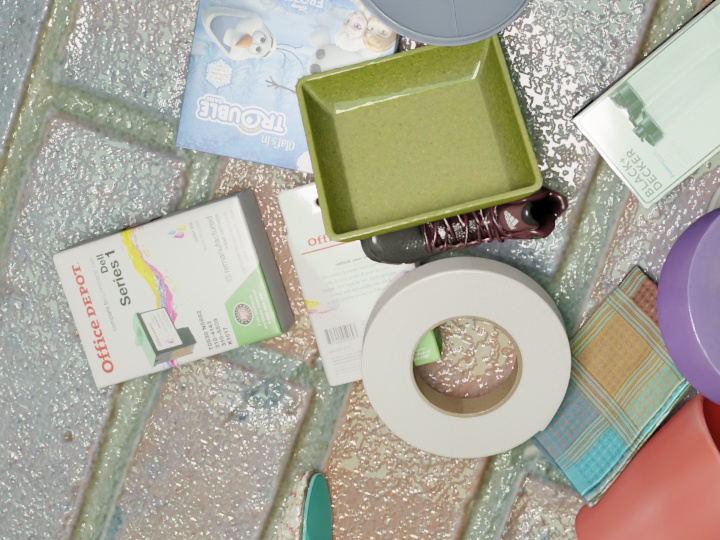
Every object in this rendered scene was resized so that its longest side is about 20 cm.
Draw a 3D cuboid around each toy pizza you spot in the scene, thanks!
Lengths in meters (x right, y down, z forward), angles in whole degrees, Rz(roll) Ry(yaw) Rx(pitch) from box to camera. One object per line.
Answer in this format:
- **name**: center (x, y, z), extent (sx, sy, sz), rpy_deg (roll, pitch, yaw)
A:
- **toy pizza**: center (0.076, -0.310, 1.653), extent (0.200, 0.032, 0.201), rpy_deg (1, 84, -10)

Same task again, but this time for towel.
- **towel**: center (0.241, 0.108, 1.672), extent (0.022, 0.147, 0.200), rpy_deg (28, 105, -43)

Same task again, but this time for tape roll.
- **tape roll**: center (0.101, 0.085, 1.660), extent (0.202, 0.037, 0.203), rpy_deg (1, 112, 2)
- **tape roll**: center (0.376, 0.030, 1.573), extent (0.200, 0.085, 0.200), rpy_deg (1, 84, -10)

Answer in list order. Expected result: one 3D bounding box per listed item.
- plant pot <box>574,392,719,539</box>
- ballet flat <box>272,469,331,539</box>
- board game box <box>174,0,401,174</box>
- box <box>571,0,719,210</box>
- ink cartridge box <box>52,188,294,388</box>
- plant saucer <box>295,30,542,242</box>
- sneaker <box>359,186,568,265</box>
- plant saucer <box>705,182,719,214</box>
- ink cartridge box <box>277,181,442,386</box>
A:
- **plant pot**: center (0.314, 0.241, 1.653), extent (0.177, 0.200, 0.201), rpy_deg (-38, 92, 22)
- **ballet flat**: center (-0.060, 0.302, 1.760), extent (0.064, 0.076, 0.200), rpy_deg (-5, 94, 24)
- **board game box**: center (-0.067, -0.200, 1.700), extent (0.200, 0.043, 0.199), rpy_deg (11, 100, 5)
- **box**: center (0.312, -0.164, 1.650), extent (0.200, 0.060, 0.117), rpy_deg (-39, 92, 11)
- **ink cartridge box**: center (-0.185, 0.018, 1.725), extent (0.200, 0.084, 0.145), rpy_deg (-17, 96, 10)
- **plant saucer**: center (0.053, -0.115, 1.616), extent (0.199, 0.048, 0.200), rpy_deg (-14, 54, 2)
- **sneaker**: center (0.105, -0.052, 1.624), extent (0.200, 0.115, 0.076), rpy_deg (-17, 103, -25)
- **plant saucer**: center (0.429, -0.027, 1.662), extent (0.200, 0.050, 0.201), rpy_deg (1, 98, 7)
- **ink cartridge box**: center (0.000, 0.000, 1.705), extent (0.117, 0.067, 0.200), rpy_deg (-14, 100, 8)
